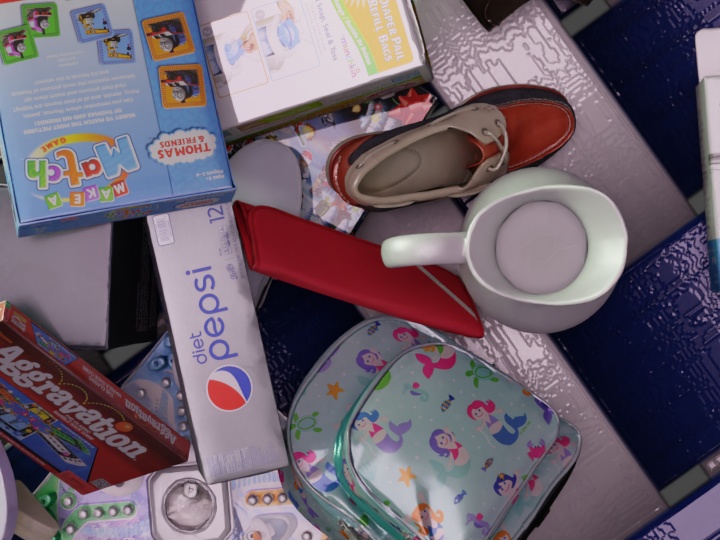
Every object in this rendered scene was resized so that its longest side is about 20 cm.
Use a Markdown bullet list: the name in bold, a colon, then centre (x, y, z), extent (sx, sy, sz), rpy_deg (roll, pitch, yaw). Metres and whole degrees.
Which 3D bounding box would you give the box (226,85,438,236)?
- **box**: centre (-0.059, -0.126, 1.669), extent (0.199, 0.040, 0.137), rpy_deg (33, 91, 4)

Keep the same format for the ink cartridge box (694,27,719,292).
- **ink cartridge box**: centre (0.311, -0.087, 1.628), extent (0.115, 0.067, 0.201), rpy_deg (-5, 89, 5)

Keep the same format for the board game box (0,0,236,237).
- **board game box**: centre (-0.179, -0.133, 1.500), extent (0.150, 0.037, 0.201), rpy_deg (-10, 76, -14)

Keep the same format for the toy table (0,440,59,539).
- **toy table**: centre (-0.312, 0.132, 1.633), extent (0.183, 0.117, 0.201), rpy_deg (-34, 80, 14)

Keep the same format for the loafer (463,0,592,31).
- **loafer**: centre (0.165, -0.235, 1.645), extent (0.199, 0.073, 0.072), rpy_deg (-20, 98, 9)

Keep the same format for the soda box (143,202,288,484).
- **soda box**: centre (-0.105, 0.047, 1.571), extent (0.063, 0.068, 0.201), rpy_deg (-13, 96, -7)

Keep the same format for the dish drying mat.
- **dish drying mat**: centre (0.000, 0.000, 1.601), extent (0.199, 0.077, 0.018), rpy_deg (19, 123, -30)

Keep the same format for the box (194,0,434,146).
- **box**: centre (-0.055, -0.162, 1.592), extent (0.199, 0.112, 0.102), rpy_deg (-17, 88, 6)

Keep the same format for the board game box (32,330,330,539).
- **board game box**: centre (-0.131, 0.180, 1.679), extent (0.200, 0.026, 0.200), rpy_deg (40, 92, 3)

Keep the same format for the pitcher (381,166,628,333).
- **pitcher**: centre (0.104, -0.015, 1.576), extent (0.170, 0.200, 0.122), rpy_deg (1, 90, 5)

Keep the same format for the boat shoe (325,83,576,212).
- **boat shoe**: centre (0.073, -0.089, 1.624), extent (0.199, 0.063, 0.072), rpy_deg (-15, 105, -15)

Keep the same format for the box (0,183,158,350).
- **box**: centre (-0.258, -0.005, 1.603), extent (0.195, 0.200, 0.118), rpy_deg (2, 90, 5)

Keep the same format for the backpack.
- **backpack**: centre (0.041, 0.133, 1.606), extent (0.200, 0.151, 0.178), rpy_deg (35, 70, 12)

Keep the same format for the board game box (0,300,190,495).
- **board game box**: centre (-0.220, 0.093, 1.543), extent (0.103, 0.200, 0.020), rpy_deg (-21, 46, 29)

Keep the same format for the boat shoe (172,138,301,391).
- **boat shoe**: centre (-0.093, -0.001, 1.638), extent (0.073, 0.068, 0.201), rpy_deg (11, 92, -7)
